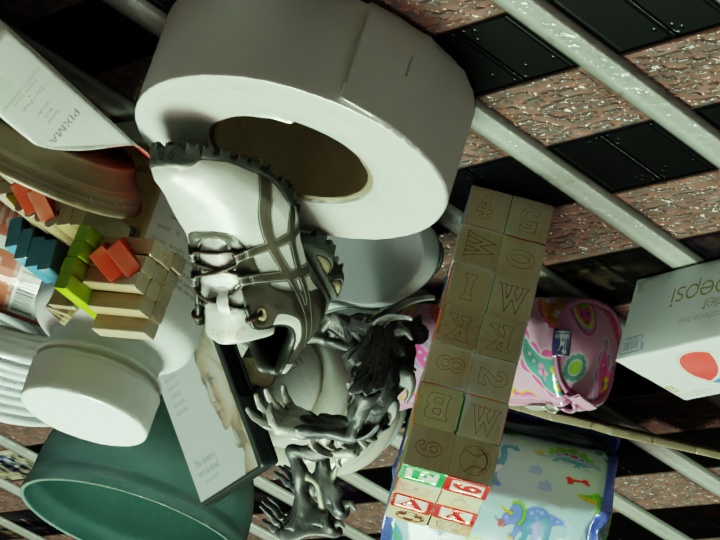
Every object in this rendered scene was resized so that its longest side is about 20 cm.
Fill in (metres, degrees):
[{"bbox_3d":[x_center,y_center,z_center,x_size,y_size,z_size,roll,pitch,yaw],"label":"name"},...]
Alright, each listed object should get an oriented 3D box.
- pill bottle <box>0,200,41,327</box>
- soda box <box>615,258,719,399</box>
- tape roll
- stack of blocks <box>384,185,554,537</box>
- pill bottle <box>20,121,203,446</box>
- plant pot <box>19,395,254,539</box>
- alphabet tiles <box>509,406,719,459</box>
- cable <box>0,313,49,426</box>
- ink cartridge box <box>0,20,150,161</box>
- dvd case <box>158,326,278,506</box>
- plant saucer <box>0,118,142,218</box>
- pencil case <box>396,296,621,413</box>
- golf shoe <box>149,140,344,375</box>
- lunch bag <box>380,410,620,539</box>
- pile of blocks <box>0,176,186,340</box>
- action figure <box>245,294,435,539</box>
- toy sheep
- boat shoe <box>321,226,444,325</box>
[{"bbox_3d":[-0.285,-0.039,1.760,0.200,0.112,0.112,20,157,-5],"label":"pill bottle"},{"bbox_3d":[0.259,0.031,1.588,0.068,0.064,0.200,30,155,-27],"label":"soda box"},{"bbox_3d":[-0.033,-0.096,1.500,0.202,0.071,0.203,15,157,7],"label":"tape roll"},{"bbox_3d":[0.072,0.061,1.612,0.058,0.200,0.115,15,158,1],"label":"stack of blocks"},{"bbox_3d":[-0.157,0.010,1.663,0.114,0.200,0.114,15,157,6],"label":"pill bottle"},{"bbox_3d":[-0.176,0.161,2.105,0.200,0.134,0.200,15,156,7],"label":"plant pot"},{"bbox_3d":[0.192,0.118,1.804,0.166,0.006,0.200,14,178,-16],"label":"alphabet tiles"},{"bbox_3d":[-0.286,0.051,1.808,0.199,0.069,0.200,19,-169,-13],"label":"cable"},{"bbox_3d":[-0.212,-0.113,1.532,0.161,0.050,0.200,38,174,44],"label":"ink cartridge box"},{"bbox_3d":[-0.123,0.066,1.814,0.018,0.200,0.143,-16,170,-25],"label":"dvd case"},{"bbox_3d":[-0.223,-0.093,1.560,0.200,0.030,0.200,29,-171,-5],"label":"plant saucer"},{"bbox_3d":[0.090,0.062,1.753,0.200,0.088,0.087,-2,150,40],"label":"pencil case"},{"bbox_3d":[-0.074,-0.006,1.527,0.078,0.095,0.200,3,152,33],"label":"golf shoe"},{"bbox_3d":[0.110,0.168,1.890,0.170,0.128,0.200,13,-160,5],"label":"lunch bag"},{"bbox_3d":[-0.197,-0.021,1.590,0.200,0.082,0.062,35,175,44],"label":"pile of blocks"},{"bbox_3d":[-0.020,0.087,1.656,0.102,0.119,0.200,26,122,7],"label":"action figure"},{"bbox_3d":[-0.037,0.095,1.856,0.138,0.138,0.200,4,174,29],"label":"toy sheep"},{"bbox_3d":[0.000,0.000,1.716,0.057,0.069,0.200,7,167,-35],"label":"boat shoe"}]
